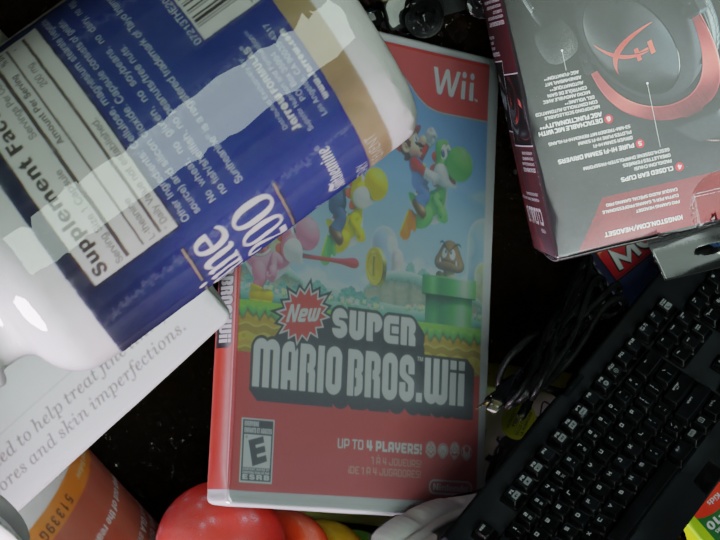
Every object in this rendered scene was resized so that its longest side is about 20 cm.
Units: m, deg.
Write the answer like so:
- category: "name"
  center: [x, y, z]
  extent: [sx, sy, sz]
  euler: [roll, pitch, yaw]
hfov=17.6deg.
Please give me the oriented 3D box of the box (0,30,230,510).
- category: "box"
  center: [-0.194, -0.004, 0.917]
  extent: [0.199, 0.131, 0.200]
  euler: [-41, 111, -2]

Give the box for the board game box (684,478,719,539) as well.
- category: "board game box"
  center: [0.197, 0.108, 1.032]
  extent: [0.101, 0.200, 0.048]
  euler: [-41, 72, -3]

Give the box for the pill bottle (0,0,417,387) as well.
- category: "pill bottle"
  center: [-0.088, -0.036, 0.809]
  extent: [0.199, 0.111, 0.111]
  euler: [-36, 111, -5]

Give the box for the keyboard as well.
- category: "keyboard"
  center: [0.102, 0.053, 0.944]
  extent: [0.200, 0.104, 0.040]
  euler: [-47, 157, -33]

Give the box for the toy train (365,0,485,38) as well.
- category: "toy train"
  center: [0.090, -0.147, 1.012]
  extent: [0.198, 0.034, 0.046]
  euler: [-20, 105, -11]

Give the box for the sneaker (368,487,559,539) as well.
- category: "sneaker"
  center: [0.091, 0.108, 0.978]
  extent: [0.199, 0.080, 0.074]
  euler: [-34, 118, -29]

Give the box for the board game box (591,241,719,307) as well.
- category: "board game box"
  center: [0.194, -0.043, 1.055]
  extent: [0.199, 0.062, 0.200]
  euler: [-36, 109, -3]

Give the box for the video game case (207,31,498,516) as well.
- category: "video game case"
  center: [0.000, 0.000, 0.971]
  extent: [0.142, 0.017, 0.202]
  euler: [8, 81, -41]

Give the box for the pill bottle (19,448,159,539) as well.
- category: "pill bottle"
  center: [-0.109, 0.166, 0.997]
  extent: [0.112, 0.112, 0.200]
  euler: [-41, 111, -2]

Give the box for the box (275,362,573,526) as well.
- category: "box"
  center: [0.044, 0.079, 1.051]
  extent: [0.198, 0.050, 0.076]
  euler: [7, 102, -17]

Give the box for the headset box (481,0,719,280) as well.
- category: "headset box"
  center: [0.129, -0.098, 0.959]
  extent: [0.147, 0.075, 0.202]
  euler: [-13, 95, -2]

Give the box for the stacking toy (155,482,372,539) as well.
- category: "stacking toy"
  center: [-0.010, 0.138, 1.001]
  extent: [0.200, 0.085, 0.086]
  euler: [33, 94, -42]

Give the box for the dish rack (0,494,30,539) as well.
- category: "dish rack"
  center: [-0.225, 0.084, 0.831]
  extent: [0.200, 0.044, 0.171]
  euler: [41, 118, -18]
